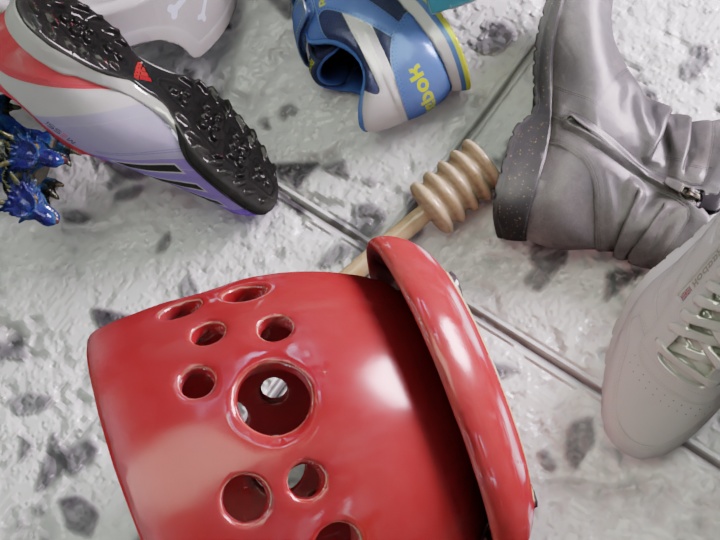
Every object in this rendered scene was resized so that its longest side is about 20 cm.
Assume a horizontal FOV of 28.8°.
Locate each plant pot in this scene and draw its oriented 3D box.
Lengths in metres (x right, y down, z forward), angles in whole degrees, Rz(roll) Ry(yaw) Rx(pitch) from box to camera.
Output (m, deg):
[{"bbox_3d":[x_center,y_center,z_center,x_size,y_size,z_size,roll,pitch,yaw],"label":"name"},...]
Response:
[{"bbox_3d":[-0.020,0.094,0.708,0.181,0.201,0.202,-20,63,-7],"label":"plant pot"}]

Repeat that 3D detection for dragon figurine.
[{"bbox_3d":[-0.244,-0.088,0.882,0.199,0.099,0.059,32,94,21],"label":"dragon figurine"}]

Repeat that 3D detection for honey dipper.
[{"bbox_3d":[0.000,0.000,0.829,0.200,0.038,0.038,-41,64,-4],"label":"honey dipper"}]

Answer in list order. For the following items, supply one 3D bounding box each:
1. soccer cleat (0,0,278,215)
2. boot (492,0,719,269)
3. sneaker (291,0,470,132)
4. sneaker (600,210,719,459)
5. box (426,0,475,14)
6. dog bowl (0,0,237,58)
[{"bbox_3d":[-0.138,-0.089,0.846,0.073,0.199,0.069,-39,29,32],"label":"soccer cleat"},{"bbox_3d":[0.163,-0.095,0.821,0.131,0.070,0.202,12,81,15],"label":"boot"},{"bbox_3d":[-0.016,-0.168,0.886,0.082,0.074,0.200,-38,63,-3],"label":"sneaker"},{"bbox_3d":[0.189,0.014,0.725,0.076,0.080,0.201,33,101,4],"label":"sneaker"},{"bbox_3d":[0.064,-0.244,0.873,0.082,0.049,0.201,-16,43,8],"label":"box"},{"bbox_3d":[-0.179,-0.200,0.911,0.198,0.059,0.201,0,50,0],"label":"dog bowl"}]
